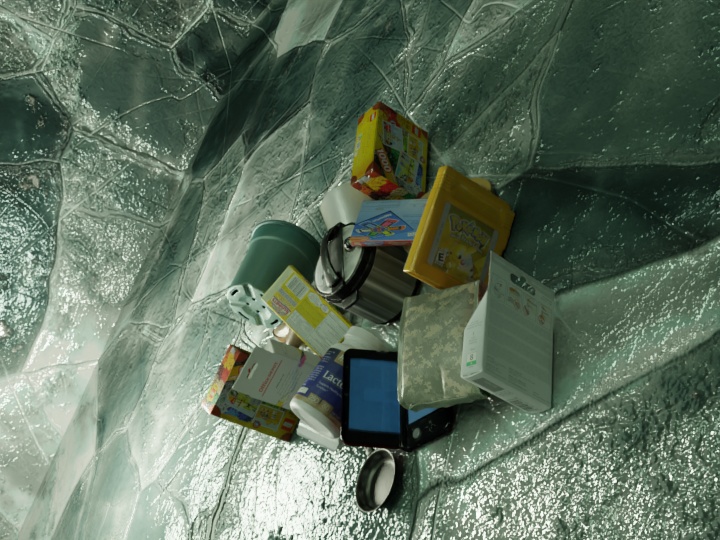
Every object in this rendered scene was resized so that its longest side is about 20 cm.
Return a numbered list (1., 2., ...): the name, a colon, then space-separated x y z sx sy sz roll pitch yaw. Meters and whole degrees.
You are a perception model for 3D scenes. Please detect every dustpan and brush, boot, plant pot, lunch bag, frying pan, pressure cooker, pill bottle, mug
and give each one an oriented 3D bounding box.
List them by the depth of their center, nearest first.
1. lunch bag: 0.151 0.136 1.281 0.164 0.118 0.200 -16 50 39
2. frying pan: 0.017 0.365 1.415 0.115 0.031 0.190 -61 25 4
3. pill bottle: -0.036 0.214 1.506 0.200 0.116 0.116 -54 25 -21
4. pressure cooker: 0.002 -0.002 1.570 0.176 0.200 0.179 23 87 58
5. dustpan and brush: -0.045 0.260 1.594 0.139 0.057 0.200 12 83 49
6. mug: 0.001 -0.083 1.743 0.149 0.187 0.153 -19 51 8
7. boot: -0.140 0.117 1.826 0.146 0.070 0.200 -58 17 8
8. plant pot: -0.210 0.017 1.849 0.200 0.200 0.196 -28 27 47

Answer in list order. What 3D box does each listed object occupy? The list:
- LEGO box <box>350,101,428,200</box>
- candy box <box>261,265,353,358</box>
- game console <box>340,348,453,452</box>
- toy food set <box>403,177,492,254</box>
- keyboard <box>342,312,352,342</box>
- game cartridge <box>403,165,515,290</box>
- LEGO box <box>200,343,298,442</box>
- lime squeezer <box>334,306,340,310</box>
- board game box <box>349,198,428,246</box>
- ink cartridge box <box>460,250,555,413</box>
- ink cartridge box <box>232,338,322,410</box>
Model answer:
1. LEGO box: 0.067 -0.245 1.704 0.077 0.149 0.200 -32 42 43
2. candy box: -0.115 0.093 1.698 0.102 0.200 0.026 -48 -10 15
3. game console: 0.064 0.207 1.380 0.172 0.119 0.200 -38 38 38
4. toy food set: 0.163 -0.092 1.476 0.198 0.049 0.200 -23 43 21
5. keyboard: -0.053 0.186 1.701 0.056 0.011 0.200 -23 47 50
6. game cartridge: 0.178 -0.055 1.350 0.032 0.176 0.200 0 67 59
7. LEGO box: -0.225 0.271 1.713 0.077 0.200 0.149 17 81 61
8. lime squeezer: -0.050 0.090 1.754 0.200 0.038 0.071 -39 55 40
9. board game box: 0.083 -0.091 1.460 0.200 0.019 0.103 1 53 27
10. ink cartridge box: 0.225 0.094 1.166 0.050 0.161 0.200 -25 46 43
11. ink cartridge box: -0.160 0.221 1.634 0.117 0.200 0.068 -60 25 14
